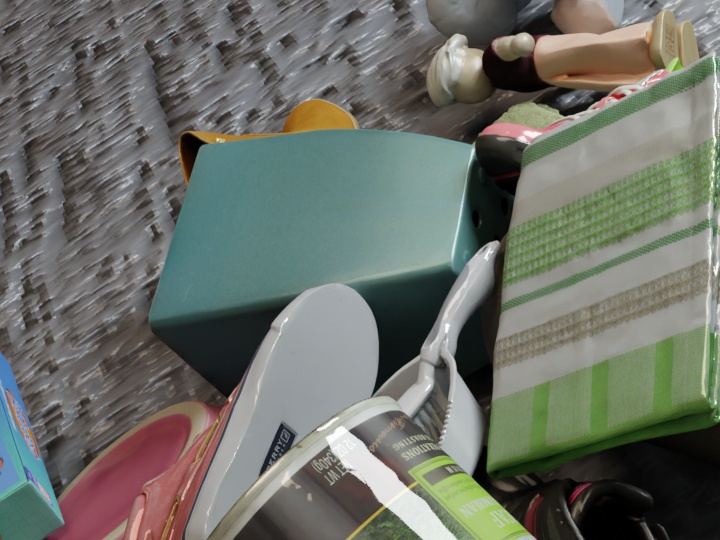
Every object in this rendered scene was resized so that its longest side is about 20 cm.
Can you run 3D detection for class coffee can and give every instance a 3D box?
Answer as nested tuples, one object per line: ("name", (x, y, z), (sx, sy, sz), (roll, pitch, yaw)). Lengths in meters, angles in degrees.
("coffee can", (0.034, 0.175, 0.731), (0.146, 0.147, 0.200), (-42, 70, -16))

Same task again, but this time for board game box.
("board game box", (-0.283, 0.138, 1.089), (0.151, 0.045, 0.200), (-33, 33, -3))

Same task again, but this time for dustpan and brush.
("dustpan and brush", (0.033, 0.071, 0.909), (0.200, 0.057, 0.139), (-51, 15, -23))

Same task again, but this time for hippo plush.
("hippo plush", (0.121, -0.257, 1.284), (0.160, 0.160, 0.201), (-10, 33, 35))

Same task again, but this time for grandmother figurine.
("grandmother figurine", (0.134, -0.148, 1.205), (0.198, 0.121, 0.061), (-4, 74, 33))

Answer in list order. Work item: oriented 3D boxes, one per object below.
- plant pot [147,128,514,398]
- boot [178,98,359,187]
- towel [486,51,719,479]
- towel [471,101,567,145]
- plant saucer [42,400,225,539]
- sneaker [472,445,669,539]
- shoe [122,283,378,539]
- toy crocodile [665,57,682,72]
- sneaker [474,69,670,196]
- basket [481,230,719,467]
("plant pot", (0.000, 0.000, 1.049), (0.198, 0.141, 0.143), (-9, 52, 33))
("boot", (-0.069, -0.086, 1.243), (0.071, 0.143, 0.202), (-65, 30, 23))
("towel", (0.129, 0.000, 0.849), (0.149, 0.031, 0.202), (-24, 47, 45))
("towel", (0.112, -0.040, 1.133), (0.148, 0.037, 0.200), (-38, 34, -8))
("plant saucer", (-0.136, 0.150, 1.029), (0.200, 0.051, 0.201), (-37, 18, 14))
("sneaker", (0.112, 0.134, 0.842), (0.076, 0.085, 0.200), (0, 21, -32))
("shoe", (-0.063, 0.094, 0.922), (0.091, 0.071, 0.201), (-22, 33, 44))
("toy crocodile", (0.273, -0.101, 1.053), (0.199, 0.062, 0.068), (16, 56, 49))
("sneaker", (0.157, -0.079, 1.009), (0.074, 0.198, 0.088), (179, 97, -65))
("basket", (0.173, 0.022, 0.909), (0.199, 0.135, 0.182), (2, 81, 49))
